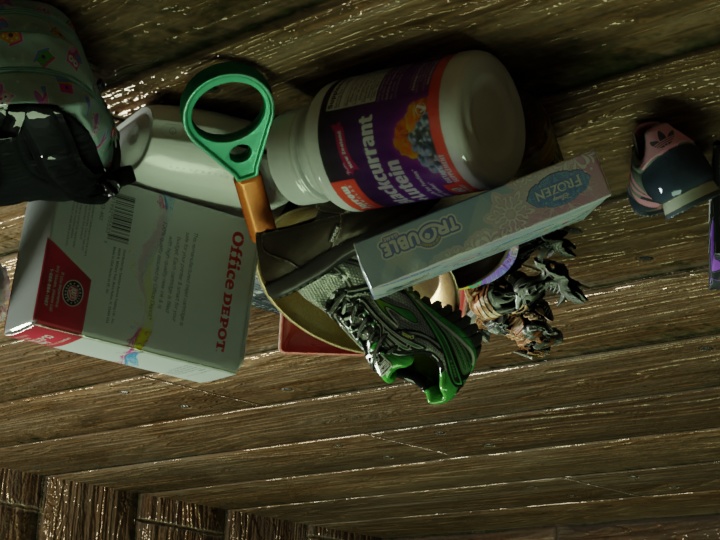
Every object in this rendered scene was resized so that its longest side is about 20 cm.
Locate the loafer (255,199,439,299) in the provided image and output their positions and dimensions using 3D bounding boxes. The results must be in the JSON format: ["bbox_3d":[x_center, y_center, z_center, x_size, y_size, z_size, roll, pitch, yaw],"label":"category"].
[{"bbox_3d":[-0.009,-0.050,1.535,0.199,0.071,0.073,-31,-178,5],"label":"loafer"}]

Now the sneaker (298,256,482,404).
[{"bbox_3d":[0.021,0.047,1.607,0.199,0.085,0.078,32,137,-11],"label":"sneaker"}]

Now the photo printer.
[{"bbox_3d":[-0.155,-0.091,1.625,0.165,0.070,0.200,12,162,-28],"label":"photo printer"}]

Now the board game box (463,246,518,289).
[{"bbox_3d":[0.051,-0.028,1.721,0.199,0.039,0.158,34,143,-20],"label":"board game box"}]

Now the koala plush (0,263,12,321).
[{"bbox_3d":[-0.383,-0.052,1.569,0.177,0.201,0.183,16,160,-37],"label":"koala plush"}]

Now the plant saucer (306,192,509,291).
[{"bbox_3d":[0.046,-0.061,1.624,0.199,0.035,0.201,11,138,10],"label":"plant saucer"}]

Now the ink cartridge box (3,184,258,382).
[{"bbox_3d":[-0.202,0.008,1.586,0.199,0.147,0.083,17,161,-28],"label":"ink cartridge box"}]

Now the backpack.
[{"bbox_3d":[-0.278,-0.127,1.418,0.166,0.127,0.200,-12,162,-4],"label":"backpack"}]

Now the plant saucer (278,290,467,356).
[{"bbox_3d":[0.015,0.011,1.867,0.198,0.037,0.201,1,136,-4],"label":"plant saucer"}]

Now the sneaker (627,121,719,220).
[{"bbox_3d":[0.267,-0.094,1.560,0.070,0.082,0.200,-27,-177,-2],"label":"sneaker"}]

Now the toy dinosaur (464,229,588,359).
[{"bbox_3d":[0.155,0.021,1.817,0.135,0.103,0.200,-30,150,22],"label":"toy dinosaur"}]

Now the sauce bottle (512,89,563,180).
[{"bbox_3d":[0.146,-0.097,1.556,0.066,0.067,0.200,0,166,13],"label":"sauce bottle"}]

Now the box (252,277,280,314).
[{"bbox_3d":[-0.066,0.006,1.983,0.199,0.051,0.157,19,158,-42],"label":"box"}]

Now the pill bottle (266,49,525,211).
[{"bbox_3d":[0.025,-0.108,1.447,0.199,0.112,0.111,-9,160,36],"label":"pill bottle"}]

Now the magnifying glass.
[{"bbox_3d":[-0.102,-0.097,1.519,0.079,0.022,0.201,-18,139,-4],"label":"magnifying glass"}]

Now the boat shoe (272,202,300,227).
[{"bbox_3d":[-0.091,-0.044,1.745,0.067,0.072,0.200,32,162,-11],"label":"boat shoe"}]

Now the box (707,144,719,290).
[{"bbox_3d":[0.416,-0.046,1.595,0.198,0.107,0.122,1,164,9],"label":"box"}]

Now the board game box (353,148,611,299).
[{"bbox_3d":[0.094,-0.033,1.438,0.199,0.044,0.199,-21,177,0],"label":"board game box"}]

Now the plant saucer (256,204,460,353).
[{"bbox_3d":[0.000,0.000,1.658,0.199,0.036,0.201,11,138,10],"label":"plant saucer"}]
